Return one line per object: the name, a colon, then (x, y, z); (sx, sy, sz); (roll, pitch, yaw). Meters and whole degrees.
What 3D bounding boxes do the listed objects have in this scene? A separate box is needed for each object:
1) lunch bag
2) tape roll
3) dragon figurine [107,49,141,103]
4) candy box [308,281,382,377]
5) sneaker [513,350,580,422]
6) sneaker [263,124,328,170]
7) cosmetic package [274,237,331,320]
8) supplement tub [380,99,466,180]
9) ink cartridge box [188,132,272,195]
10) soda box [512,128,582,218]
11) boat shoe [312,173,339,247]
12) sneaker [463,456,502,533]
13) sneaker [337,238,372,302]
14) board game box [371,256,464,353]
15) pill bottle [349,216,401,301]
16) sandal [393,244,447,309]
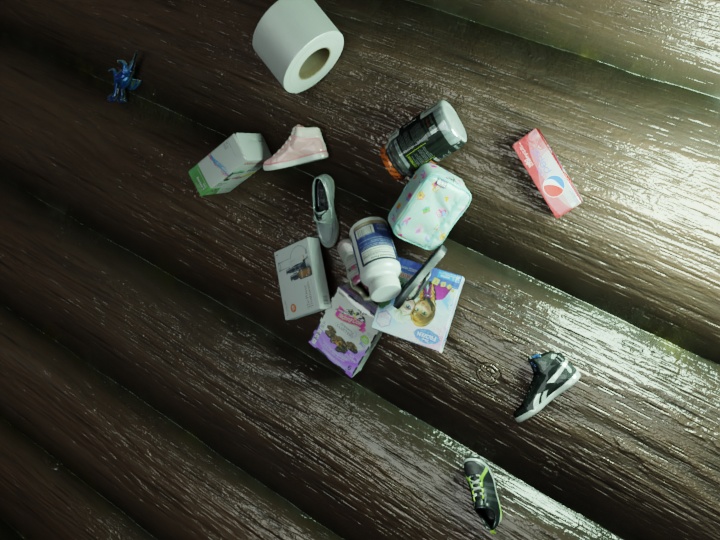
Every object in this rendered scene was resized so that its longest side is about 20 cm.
lunch bag: (0.176, -0.156, 1.480); (0.158, 0.078, 0.202); (23, 119, -24)
tape roll: (-0.158, -0.580, 1.521); (0.203, 0.202, 0.140); (-44, 81, 26)
dragon figurine: (-0.734, -0.605, 1.872); (0.197, 0.059, 0.101); (-25, 89, 28)
candy box: (-0.031, 0.166, 1.681); (0.166, 0.071, 0.203); (36, 113, 15)
sneaker: (0.437, 0.278, 1.484); (0.200, 0.073, 0.113); (-44, 78, 18)
sneaker: (-0.189, -0.344, 1.652); (0.195, 0.075, 0.107); (-10, 101, 19)
cosmetic package: (-0.167, 0.025, 1.693); (0.149, 0.051, 0.205); (-20, 77, 41)
supplement tub: (0.153, -0.315, 1.467); (0.198, 0.122, 0.125); (-29, 87, 27)
ink cartridge box: (-0.371, -0.305, 1.709); (0.198, 0.144, 0.085); (-30, 88, 27)
soda box: (0.436, -0.227, 1.382); (0.069, 0.063, 0.203); (-33, 86, 27)
boat shoe: (-0.106, -0.163, 1.651); (0.068, 0.071, 0.207); (1, 101, 25)
sneaker: (0.329, 0.600, 1.588); (0.071, 0.082, 0.204); (-24, 89, 27)
sneaker: (0.000, 0.000, 1.623); (0.081, 0.088, 0.202); (-40, 82, 26)
board game box: (0.149, 0.086, 1.554); (0.196, 0.041, 0.204); (16, 83, 22)
pill bottle: (0.043, -0.028, 1.542); (0.110, 0.110, 0.204); (-31, 57, 27)
sandal: (0.157, 0.024, 1.508); (0.043, 0.076, 0.201); (41, 92, -4)
